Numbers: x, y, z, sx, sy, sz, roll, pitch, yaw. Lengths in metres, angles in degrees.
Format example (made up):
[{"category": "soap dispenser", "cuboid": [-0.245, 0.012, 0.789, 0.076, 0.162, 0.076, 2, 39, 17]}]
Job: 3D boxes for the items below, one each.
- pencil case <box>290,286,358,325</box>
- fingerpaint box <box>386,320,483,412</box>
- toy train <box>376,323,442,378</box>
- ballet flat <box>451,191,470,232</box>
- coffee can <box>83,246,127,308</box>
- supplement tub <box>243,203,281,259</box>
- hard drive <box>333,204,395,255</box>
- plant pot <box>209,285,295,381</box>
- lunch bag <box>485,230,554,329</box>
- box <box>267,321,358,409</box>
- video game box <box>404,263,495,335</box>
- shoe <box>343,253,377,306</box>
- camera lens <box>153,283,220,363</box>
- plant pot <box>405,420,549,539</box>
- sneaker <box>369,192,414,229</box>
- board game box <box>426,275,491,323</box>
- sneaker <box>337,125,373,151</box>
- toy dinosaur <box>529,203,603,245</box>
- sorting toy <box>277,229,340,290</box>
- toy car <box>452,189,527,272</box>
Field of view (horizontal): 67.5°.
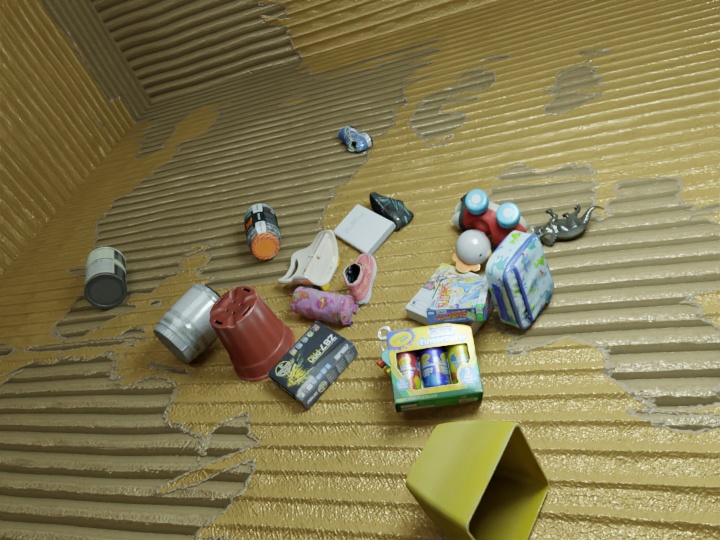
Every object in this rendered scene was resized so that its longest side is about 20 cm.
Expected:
[{"category": "pencil case", "cuboid": [-0.106, 0.100, 1.542, 0.196, 0.088, 0.088, 7, 49, 33]}, {"category": "fingerpaint box", "cuboid": [0.164, 0.214, 1.211, 0.194, 0.074, 0.171, -8, 61, 5]}, {"category": "toy train", "cuboid": [0.136, 0.200, 1.298, 0.194, 0.056, 0.154, 2, 62, 11]}, {"category": "ballet flat", "cuboid": [0.315, -0.165, 1.619, 0.067, 0.069, 0.202, -14, 31, 29]}, {"category": "coffee can", "cuboid": [-0.959, 0.024, 2.030, 0.144, 0.148, 0.201, -29, 39, -5]}, {"category": "supplement tub", "cuboid": [-0.343, -0.136, 1.891, 0.120, 0.124, 0.202, -25, 39, 1]}, {"category": "hard drive", "cuboid": [0.010, -0.134, 1.758, 0.132, 0.026, 0.199, -48, 43, -8]}, {"category": "plant pot", "cuboid": [-0.308, 0.164, 1.488, 0.196, 0.197, 0.203, -15, 41, 13]}, {"category": "lunch bag", "cuboid": [0.374, 0.026, 1.266, 0.161, 0.203, 0.082, -43, 35, -24]}, {"category": "box", "cuboid": [-0.126, 0.245, 1.419, 0.160, 0.050, 0.200, 26, 61, 40]}, {"category": "video game box", "cuboid": [0.244, 0.079, 1.401, 0.198, 0.047, 0.183, 22, 60, 42]}, {"category": "shoe", "cuboid": [0.000, 0.000, 1.582, 0.070, 0.092, 0.203, -10, 42, 18]}, {"category": "camera lens", "cuboid": [-0.502, 0.155, 1.630, 0.158, 0.162, 0.201, 15, 54, 39]}, {"category": "plant pot", "cuboid": [0.200, 0.394, 0.979, 0.174, 0.202, 0.201, 5, 47, 46]}, {"category": "sneaker", "cuboid": [0.099, -0.203, 1.778, 0.078, 0.076, 0.200, -27, 47, -17]}, {"category": "board game box", "cuboid": [0.242, 0.067, 1.293, 0.132, 0.035, 0.200, -6, 19, 21]}, {"category": "sneaker", "cuboid": [-0.037, -0.534, 2.194, 0.077, 0.077, 0.198, -37, 39, -21]}, {"category": "toy dinosaur", "cuboid": [0.552, -0.119, 1.445, 0.195, 0.078, 0.104, -8, 54, 13]}, {"category": "sorting toy", "cuboid": [-0.172, -0.013, 1.693, 0.177, 0.108, 0.202, -5, 44, 34]}, {"category": "toy car", "cuboid": [0.330, -0.075, 1.437, 0.175, 0.184, 0.203, 28, 86, 27]}]
